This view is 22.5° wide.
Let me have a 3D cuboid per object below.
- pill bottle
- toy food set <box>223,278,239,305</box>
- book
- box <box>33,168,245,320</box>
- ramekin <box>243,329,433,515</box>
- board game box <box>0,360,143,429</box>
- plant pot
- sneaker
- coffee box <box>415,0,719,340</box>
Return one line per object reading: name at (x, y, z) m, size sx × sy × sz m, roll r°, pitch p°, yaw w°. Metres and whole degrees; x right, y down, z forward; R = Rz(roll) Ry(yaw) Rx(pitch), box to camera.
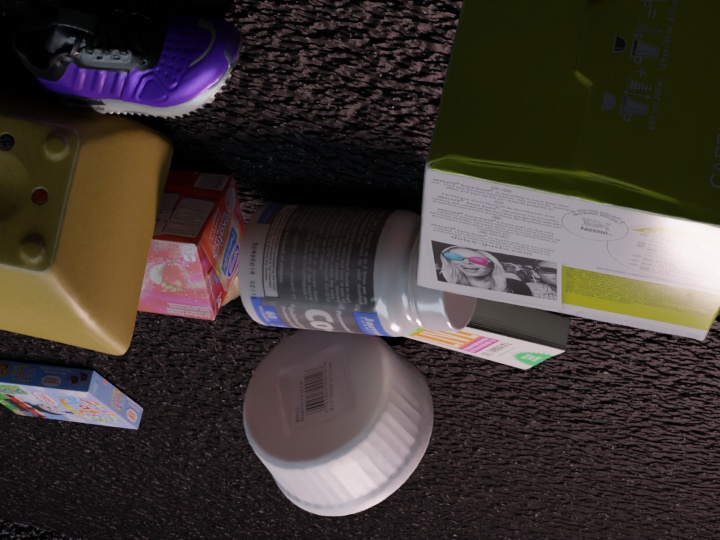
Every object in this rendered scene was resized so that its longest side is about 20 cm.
pill bottle at (0.000, 0.000, 1.621) m, size 0.198 × 0.115 × 0.114 m, roll 4°, pitch 159°, yaw 25°
toy food set at (-0.209, -0.013, 1.820) m, size 0.198 × 0.049 × 0.198 m, roll 5°, pitch 159°, yaw 21°
book at (0.095, 0.050, 1.809) m, size 0.198 × 0.049 × 0.134 m, roll 15°, pitch 164°, yaw -10°
box at (-0.213, -0.031, 1.655) m, size 0.198 × 0.100 × 0.096 m, roll 6°, pitch 133°, yaw 18°
ramekin at (-0.030, 0.151, 1.939) m, size 0.198 × 0.202 × 0.098 m, roll 2°, pitch 151°, yaw 29°
board game box at (-0.417, 0.167, 2.461) m, size 0.198 × 0.037 × 0.151 m, roll 4°, pitch 158°, yaw 23°
plant pot at (-0.277, -0.051, 1.476) m, size 0.192 × 0.198 × 0.200 m, roll 12°, pitch 175°, yaw 3°
sneaker at (-0.184, -0.166, 1.355) m, size 0.198 × 0.070 × 0.099 m, roll -2°, pitch 153°, yaw 36°
coffee box at (0.152, -0.095, 1.133) m, size 0.198 × 0.202 × 0.198 m, roll 12°, pitch 160°, yaw 5°
